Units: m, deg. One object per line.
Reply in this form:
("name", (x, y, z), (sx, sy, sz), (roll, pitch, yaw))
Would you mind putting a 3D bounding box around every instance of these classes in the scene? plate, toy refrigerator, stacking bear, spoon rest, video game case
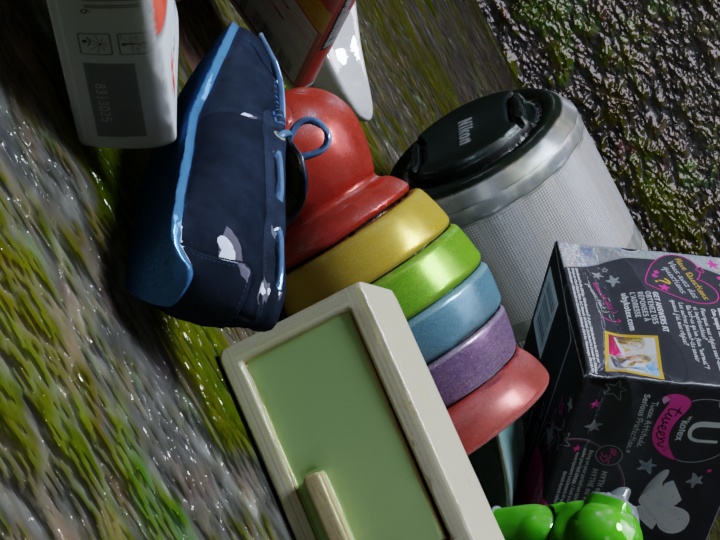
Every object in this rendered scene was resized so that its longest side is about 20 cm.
("plate", (0.069, 0.057, 1.146), (0.200, 0.025, 0.201), (165, -90, -83))
("toy refrigerator", (0.015, 0.112, 0.824), (0.201, 0.076, 0.070), (66, 12, 10))
("stacking bear", (0.000, 0.000, 0.943), (0.201, 0.113, 0.121), (58, 12, -6))
("spoon rest", (-0.029, -0.195, 1.337), (0.099, 0.060, 0.201), (45, 21, -58))
("video game case", (-0.051, -0.201, 1.053), (0.143, 0.017, 0.200), (56, -22, 8))

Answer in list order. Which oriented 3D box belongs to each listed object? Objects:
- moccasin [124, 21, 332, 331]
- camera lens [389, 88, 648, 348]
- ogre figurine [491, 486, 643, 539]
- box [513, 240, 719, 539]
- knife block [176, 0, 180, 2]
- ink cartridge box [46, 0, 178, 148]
("moccasin", (-0.058, -0.035, 0.815), (0.068, 0.081, 0.201), (27, 37, -15))
("camera lens", (0.123, -0.023, 1.386), (0.201, 0.159, 0.160), (59, 12, -22))
("ogre figurine", (0.103, 0.189, 0.935), (0.098, 0.119, 0.200), (59, 13, -23))
("box", (0.160, 0.100, 1.142), (0.132, 0.114, 0.201), (-95, -166, -51))
("knife block", (-0.129, -0.225, 0.952), (0.201, 0.064, 0.176), (61, 12, -17))
("ink cartridge box", (-0.099, -0.177, 0.767), (0.163, 0.050, 0.201), (89, 3, -58))
